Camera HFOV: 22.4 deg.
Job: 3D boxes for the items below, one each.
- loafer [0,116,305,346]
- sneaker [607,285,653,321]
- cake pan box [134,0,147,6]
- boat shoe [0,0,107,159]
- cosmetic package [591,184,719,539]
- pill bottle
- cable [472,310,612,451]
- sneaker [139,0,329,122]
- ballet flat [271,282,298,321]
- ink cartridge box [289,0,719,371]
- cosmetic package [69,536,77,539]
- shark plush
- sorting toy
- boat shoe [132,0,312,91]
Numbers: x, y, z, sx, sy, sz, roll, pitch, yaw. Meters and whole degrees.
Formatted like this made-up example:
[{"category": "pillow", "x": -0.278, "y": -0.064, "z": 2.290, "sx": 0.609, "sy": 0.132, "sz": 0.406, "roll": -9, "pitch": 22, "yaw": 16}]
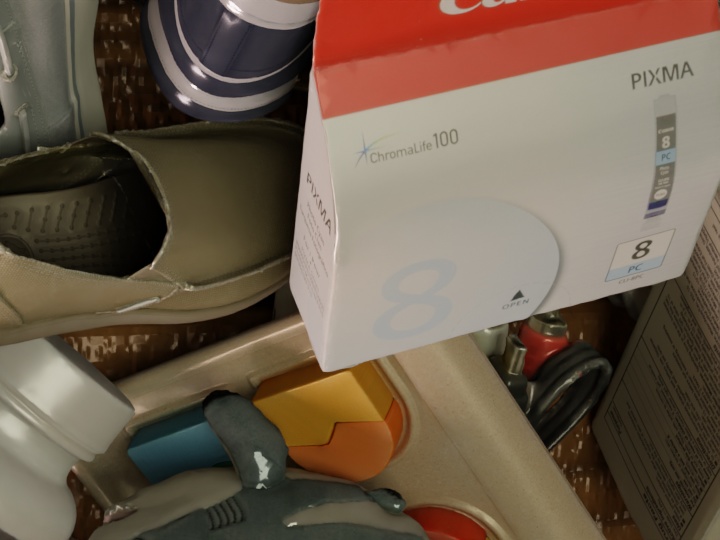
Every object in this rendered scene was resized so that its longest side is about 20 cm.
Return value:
[{"category": "loafer", "x": -0.082, "y": -0.018, "z": 0.704, "sx": 0.199, "sy": 0.068, "sz": 0.076, "roll": -18, "pitch": 78, "yaw": -35}, {"category": "sneaker", "x": 0.069, "y": -0.025, "z": 0.846, "sx": 0.199, "sy": 0.075, "sz": 0.081, "roll": 12, "pitch": 109, "yaw": -20}, {"category": "cake pan box", "x": -0.041, "y": -0.198, "z": 0.736, "sx": 0.183, "sy": 0.052, "sz": 0.201, "roll": 14, "pitch": 83, "yaw": -8}, {"category": "boat shoe", "x": -0.144, "y": -0.075, "z": 0.704, "sx": 0.071, "sy": 0.201, "sz": 0.070, "roll": -35, "pitch": 67, "yaw": -27}, {"category": "cosmetic package", "x": 0.184, "y": 0.046, "z": 0.828, "sx": 0.087, "sy": 0.104, "sz": 0.200, "roll": -11, "pitch": 146, "yaw": -20}, {"category": "pill bottle", "x": -0.189, "y": 0.107, "z": 0.755, "sx": 0.111, "sy": 0.111, "sz": 0.200, "roll": 42, "pitch": 86, "yaw": -22}, {"category": "cable", "x": 0.055, "y": 0.091, "z": 0.867, "sx": 0.097, "sy": 0.050, "sz": 0.201, "roll": -4, "pitch": 128, "yaw": -29}, {"category": "sneaker", "x": -0.021, "y": -0.141, "z": 0.684, "sx": 0.070, "sy": 0.109, "sz": 0.201, "roll": 30, "pitch": 52, "yaw": -5}, {"category": "ballet flat", "x": 0.000, "y": 0.000, "z": 0.803, "sx": 0.062, "sy": 0.067, "sz": 0.200, "roll": 48, "pitch": 126, "yaw": 11}, {"category": "ink cartridge box", "x": 0.061, "y": -0.051, "z": 0.652, "sx": 0.159, "sy": 0.047, "sz": 0.200, "roll": -14, "pitch": 148, "yaw": -15}, {"category": "cosmetic package", "x": -0.160, "y": 0.222, "z": 0.793, "sx": 0.085, "sy": 0.108, "sz": 0.200, "roll": 35, "pitch": 86, "yaw": -22}, {"category": "shark plush", "x": -0.014, "y": 0.137, "z": 0.756, "sx": 0.199, "sy": 0.083, "sz": 0.091, "roll": 27, "pitch": 128, "yaw": 0}, {"category": "sorting toy", "x": -0.014, "y": 0.106, "z": 0.806, "sx": 0.199, "sy": 0.037, "sz": 0.186, "roll": -23, "pitch": 113, "yaw": 26}, {"category": "boat shoe", "x": -0.008, "y": -0.105, "z": 0.797, "sx": 0.199, "sy": 0.072, "sz": 0.073, "roll": 13, "pitch": 83, "yaw": -8}]
